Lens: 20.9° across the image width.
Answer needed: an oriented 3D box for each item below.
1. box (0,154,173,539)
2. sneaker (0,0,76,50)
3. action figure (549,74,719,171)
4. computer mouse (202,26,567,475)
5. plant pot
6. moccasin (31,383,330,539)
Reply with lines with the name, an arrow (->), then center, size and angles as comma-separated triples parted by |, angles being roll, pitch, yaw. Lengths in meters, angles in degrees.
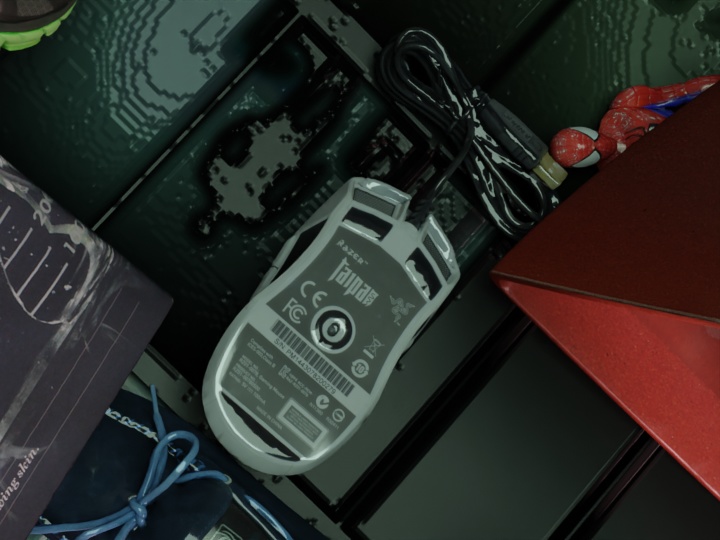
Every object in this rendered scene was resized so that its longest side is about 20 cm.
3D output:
box -> -0.206, 0.031, 0.696 | 0.197, 0.124, 0.201 | 42, 74, -46
sneaker -> -0.159, -0.135, 0.738 | 0.077, 0.200, 0.084 | 38, 107, 16
action figure -> 0.181, -0.057, 0.894 | 0.199, 0.052, 0.066 | -2, 92, -14
computer mouse -> 0.000, 0.000, 0.843 | 0.110, 0.044, 0.200 | 43, 73, -10
plant pot -> 0.210, 0.006, 0.799 | 0.200, 0.200, 0.176 | 43, 79, -20
moccasin -> -0.069, 0.102, 0.798 | 0.199, 0.068, 0.081 | 28, 90, -11
